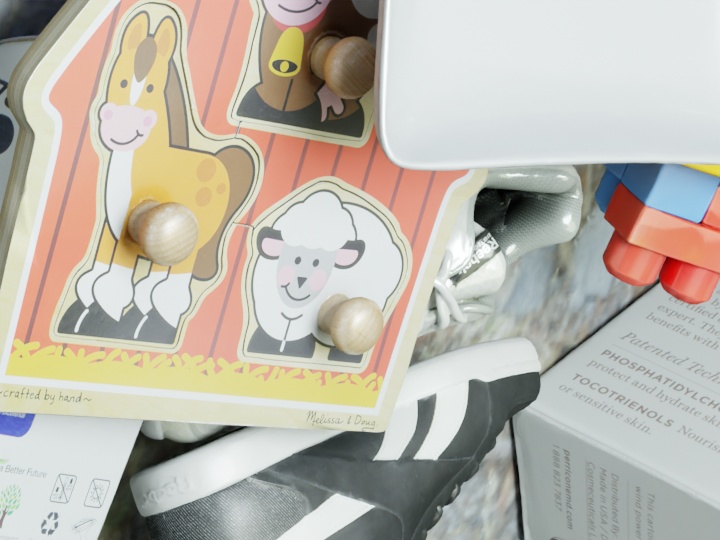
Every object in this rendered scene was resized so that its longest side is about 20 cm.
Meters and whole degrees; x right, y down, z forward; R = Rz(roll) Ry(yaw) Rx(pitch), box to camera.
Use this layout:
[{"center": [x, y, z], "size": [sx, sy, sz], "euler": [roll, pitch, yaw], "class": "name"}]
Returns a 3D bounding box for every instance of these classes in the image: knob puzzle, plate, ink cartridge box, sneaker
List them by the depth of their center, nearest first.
[{"center": [-0.025, -0.043, 0.864], "size": [0.219, 0.030, 0.221], "euler": [-17, 118, -34], "class": "knob puzzle"}, {"center": [-0.095, -0.004, 0.878], "size": [0.099, 0.039, 0.201], "euler": [17, 97, -54], "class": "ink cartridge box"}, {"center": [0.076, -0.135, 0.894], "size": [0.199, 0.032, 0.202], "euler": [-3, 95, -40], "class": "plate"}, {"center": [0.000, 0.000, 0.969], "size": [0.200, 0.081, 0.075], "euler": [-37, 138, -32], "class": "sneaker"}, {"center": [0.006, 0.099, 0.998], "size": [0.199, 0.073, 0.113], "euler": [-18, 88, -44], "class": "sneaker"}]

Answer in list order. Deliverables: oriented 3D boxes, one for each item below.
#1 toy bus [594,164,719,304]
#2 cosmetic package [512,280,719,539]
[{"center": [0.172, -0.077, 1.061], "size": [0.199, 0.136, 0.193], "euler": [13, 107, -24], "class": "toy bus"}, {"center": [0.195, 0.101, 1.206], "size": [0.200, 0.166, 0.168], "euler": [-35, 135, -35], "class": "cosmetic package"}]
